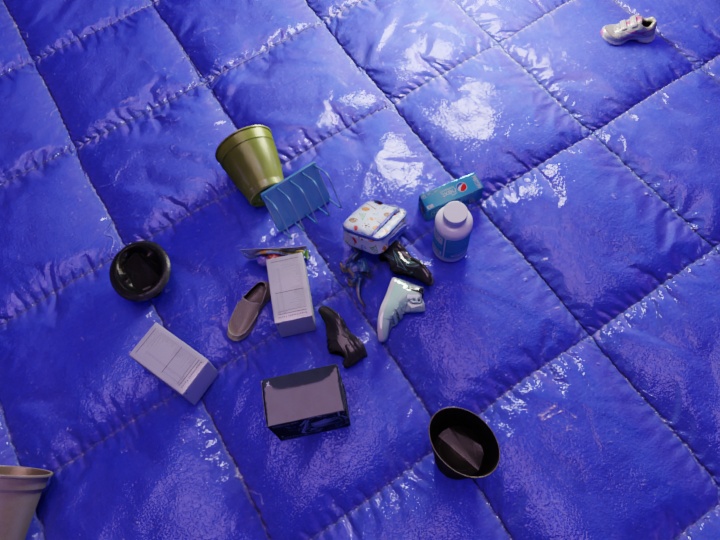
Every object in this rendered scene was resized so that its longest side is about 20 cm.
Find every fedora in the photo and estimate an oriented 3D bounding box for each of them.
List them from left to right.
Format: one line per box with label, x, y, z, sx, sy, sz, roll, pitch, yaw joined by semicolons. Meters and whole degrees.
fedora;-0.645;0.014;1.742;0.196;0.092;0.204;-1;64;3

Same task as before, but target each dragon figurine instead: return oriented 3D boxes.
dragon figurine;0.000;0.000;1.727;0.098;0.059;0.202;-24;64;-8

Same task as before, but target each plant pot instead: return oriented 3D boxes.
plant pot;-0.888;0.589;1.437;0.196;0.201;0.187;5;75;6
plant pot;-0.330;-0.316;1.842;0.198;0.201;0.195;-26;76;-9

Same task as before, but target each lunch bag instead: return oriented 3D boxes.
lunch bag;0.050;-0.134;1.741;0.158;0.077;0.200;18;42;26

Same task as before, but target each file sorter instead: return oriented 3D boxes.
file sorter;-0.175;-0.208;1.773;0.198;0.140;0.123;-34;35;-13

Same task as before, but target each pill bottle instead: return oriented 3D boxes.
pill bottle;0.267;-0.116;1.688;0.108;0.201;0.113;-1;64;2

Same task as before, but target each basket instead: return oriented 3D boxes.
basket;0.240;0.435;1.421;0.179;0.201;0.136;37;70;18

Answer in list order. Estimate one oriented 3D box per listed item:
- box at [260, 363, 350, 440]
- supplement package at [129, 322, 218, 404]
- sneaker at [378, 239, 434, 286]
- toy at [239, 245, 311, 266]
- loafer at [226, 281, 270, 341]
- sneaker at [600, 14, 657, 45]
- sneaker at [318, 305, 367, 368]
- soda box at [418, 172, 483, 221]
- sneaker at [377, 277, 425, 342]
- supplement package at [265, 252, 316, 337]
box;-0.135;0.341;1.493;0.196;0.197;0.126;-12;63;-2
supplement package;-0.507;0.257;1.597;0.198;0.110;0.114;31;69;17
sneaker;0.136;-0.009;1.725;0.079;0.076;0.200;-44;60;-7
toy;-0.250;-0.036;1.735;0.196;0.115;0.048;-6;76;1
loafer;-0.326;0.109;1.689;0.075;0.069;0.202;23;67;14
sneaker;0.959;-0.866;2.073;0.196;0.089;0.083;-4;63;2
sneaker;-0.067;0.184;1.637;0.090;0.076;0.201;-37;65;-6
soda box;0.281;-0.229;1.816;0.197;0.068;0.065;-22;65;-7
sneaker;0.119;0.117;1.651;0.116;0.074;0.203;12;63;16
supplement package;-0.199;0.071;1.676;0.111;0.110;0.203;-11;63;-2
